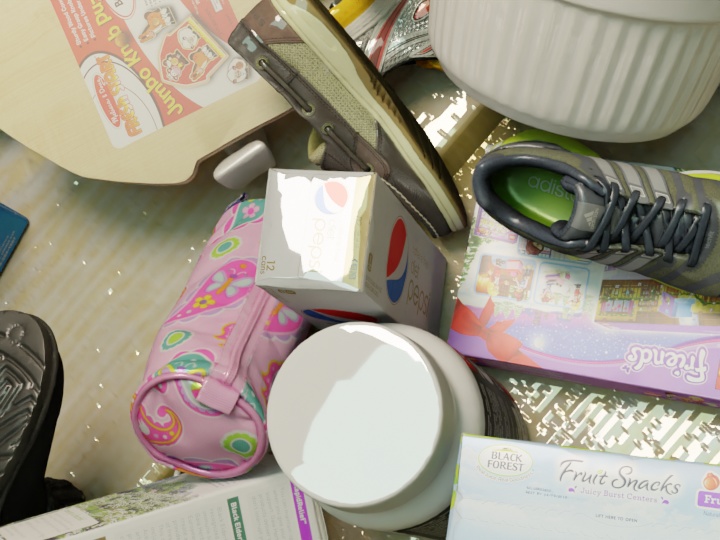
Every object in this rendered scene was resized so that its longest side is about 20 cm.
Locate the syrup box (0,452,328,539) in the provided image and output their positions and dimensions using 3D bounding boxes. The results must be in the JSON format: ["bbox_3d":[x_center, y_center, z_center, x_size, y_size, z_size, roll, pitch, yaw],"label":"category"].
[{"bbox_3d":[-0.123,0.170,0.841,0.199,0.079,0.082,-13,96,-24],"label":"syrup box"}]

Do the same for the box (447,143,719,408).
[{"bbox_3d":[0.162,0.004,0.906,0.199,0.039,0.138,10,80,19],"label":"box"}]

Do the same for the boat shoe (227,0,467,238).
[{"bbox_3d":[-0.007,-0.091,0.918,0.066,0.201,0.072,-34,29,11],"label":"boat shoe"}]

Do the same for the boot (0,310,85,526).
[{"bbox_3d":[-0.213,0.133,0.928,0.079,0.158,0.212,21,91,24],"label":"boot"}]

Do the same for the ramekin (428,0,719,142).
[{"bbox_3d":[0.133,-0.159,0.871,0.199,0.200,0.106,27,125,21],"label":"ramekin"}]

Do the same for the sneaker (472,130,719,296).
[{"bbox_3d":[0.151,-0.027,0.837,0.199,0.081,0.074,15,105,23],"label":"sneaker"}]

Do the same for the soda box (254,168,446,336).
[{"bbox_3d":[0.000,0.000,0.870,0.063,0.200,0.069,3,78,16],"label":"soda box"}]

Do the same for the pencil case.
[{"bbox_3d":[-0.072,0.033,0.887,0.087,0.088,0.201,-2,35,17],"label":"pencil case"}]

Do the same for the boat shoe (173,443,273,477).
[{"bbox_3d":[-0.085,0.125,0.937,0.072,0.066,0.201,15,81,26],"label":"boat shoe"}]

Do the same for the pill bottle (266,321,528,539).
[{"bbox_3d":[0.025,0.093,0.842,0.113,0.200,0.115,-4,76,16],"label":"pill bottle"}]

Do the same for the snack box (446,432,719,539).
[{"bbox_3d":[0.151,0.139,0.792,0.167,0.200,0.068,5,79,18],"label":"snack box"}]

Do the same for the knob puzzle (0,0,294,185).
[{"bbox_3d":[-0.154,-0.145,0.964,0.218,0.030,0.222,0,87,6],"label":"knob puzzle"}]

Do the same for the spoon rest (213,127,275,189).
[{"bbox_3d":[-0.108,-0.131,1.021,0.099,0.061,0.201,-32,57,7],"label":"spoon rest"}]

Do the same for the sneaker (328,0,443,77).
[{"bbox_3d":[0.048,-0.178,0.976,0.200,0.078,0.082,-40,95,1],"label":"sneaker"}]

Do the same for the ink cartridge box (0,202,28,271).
[{"bbox_3d":[-0.331,-0.011,0.977,0.084,0.200,0.147,28,86,21],"label":"ink cartridge box"}]
